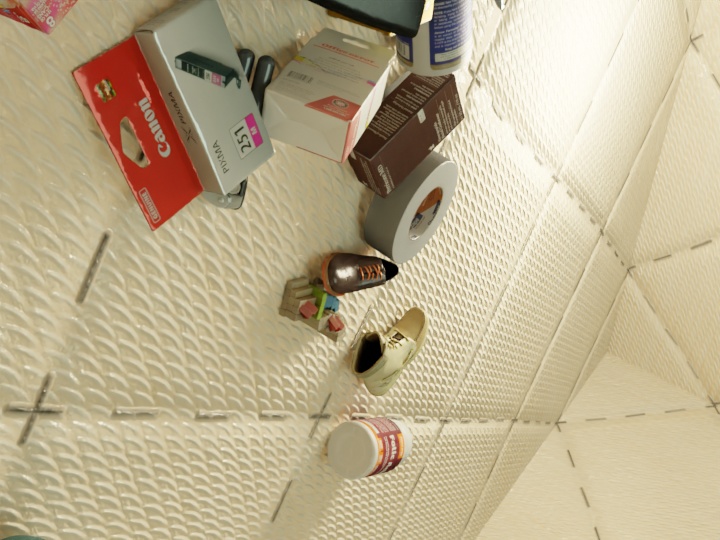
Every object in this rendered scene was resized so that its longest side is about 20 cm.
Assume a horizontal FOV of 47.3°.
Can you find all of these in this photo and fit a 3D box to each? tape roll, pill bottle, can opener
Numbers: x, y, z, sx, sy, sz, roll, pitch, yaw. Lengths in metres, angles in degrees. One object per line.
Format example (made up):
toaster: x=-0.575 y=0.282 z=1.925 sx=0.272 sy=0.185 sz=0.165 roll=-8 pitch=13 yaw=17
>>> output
tape roll: x=0.089 y=-0.115 z=1.436 sx=0.201 sy=0.066 sz=0.202 roll=-47 pitch=158 yaw=-26
pill bottle: x=0.105 y=-0.400 z=1.196 sx=0.120 sy=0.119 sz=0.202 roll=-46 pitch=147 yaw=-31
pill bottle: x=0.025 y=0.363 z=1.699 sx=0.199 sy=0.113 sz=0.116 roll=11 pitch=103 yaw=-62
can opener: x=-0.153 y=-0.173 z=1.026 sx=0.067 sy=0.052 sz=0.203 roll=-89 pitch=-165 yaw=-70

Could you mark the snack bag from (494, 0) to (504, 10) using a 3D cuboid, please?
snack bag: x=0.148 y=-0.484 z=1.151 sx=0.021 sy=0.202 sz=0.189 roll=-24 pitch=150 yaw=3

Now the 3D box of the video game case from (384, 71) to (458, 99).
video game case: x=0.107 y=-0.275 z=1.411 sx=0.200 sy=0.022 sz=0.184 roll=-44 pitch=146 yaw=-33

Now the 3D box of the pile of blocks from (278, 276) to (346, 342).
pile of blocks: x=-0.058 y=0.065 z=1.361 sx=0.083 sy=0.062 sz=0.200 roll=-62 pitch=153 yaw=-3

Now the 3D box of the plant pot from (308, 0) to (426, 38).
plant pot: x=-0.039 y=-0.383 z=0.898 sx=0.176 sy=0.199 sz=0.203 roll=-12 pitch=124 yaw=-43

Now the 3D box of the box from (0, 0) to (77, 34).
box: x=-0.251 y=-0.308 z=0.674 sx=0.202 sy=0.099 sz=0.096 roll=-57 pitch=152 yaw=-14

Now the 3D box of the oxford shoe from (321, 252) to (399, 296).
oxford shoe: x=0.000 y=0.000 z=1.376 sx=0.199 sy=0.071 sz=0.073 roll=-12 pitch=93 yaw=-63

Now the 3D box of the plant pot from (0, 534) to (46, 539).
plant pot: x=-0.397 y=0.387 z=0.936 sx=0.136 sy=0.196 sz=0.203 roll=-86 pitch=180 yaw=-54

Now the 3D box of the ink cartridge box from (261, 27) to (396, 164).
ink cartridge box: x=-0.036 y=-0.231 z=1.056 sx=0.201 sy=0.115 sz=0.068 roll=-61 pitch=169 yaw=-46

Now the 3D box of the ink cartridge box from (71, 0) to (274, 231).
ink cartridge box: x=-0.194 y=-0.169 z=0.898 sx=0.174 sy=0.043 sz=0.202 roll=-46 pitch=132 yaw=-33

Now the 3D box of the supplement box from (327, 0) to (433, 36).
supplement box: x=0.034 y=-0.426 z=1.063 sx=0.109 sy=0.108 sz=0.203 roll=-34 pitch=141 yaw=-43

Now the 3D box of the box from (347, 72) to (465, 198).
box: x=0.071 y=-0.224 z=1.298 sx=0.200 sy=0.075 sz=0.101 roll=-45 pitch=146 yaw=-11

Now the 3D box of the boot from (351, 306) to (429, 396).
boot: x=0.059 y=0.140 z=1.618 sx=0.201 sy=0.072 sz=0.156 roll=-53 pitch=154 yaw=-9
